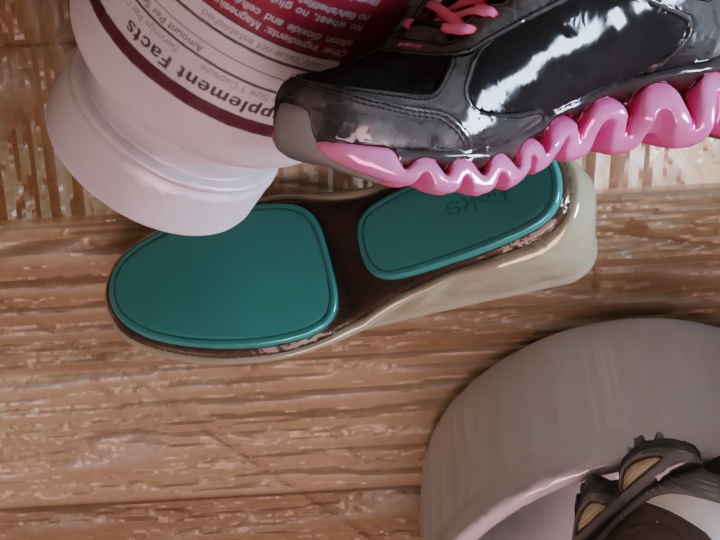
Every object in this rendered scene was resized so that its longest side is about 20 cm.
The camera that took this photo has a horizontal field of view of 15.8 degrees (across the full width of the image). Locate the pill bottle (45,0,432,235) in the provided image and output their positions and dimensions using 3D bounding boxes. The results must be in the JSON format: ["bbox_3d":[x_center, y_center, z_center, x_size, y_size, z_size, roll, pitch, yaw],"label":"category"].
[{"bbox_3d":[-0.029,-0.110,0.886,0.113,0.113,0.200,19,129,-21],"label":"pill bottle"}]

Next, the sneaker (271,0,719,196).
[{"bbox_3d":[0.053,-0.081,0.854,0.200,0.079,0.096,-14,113,-37],"label":"sneaker"}]

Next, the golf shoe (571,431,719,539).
[{"bbox_3d":[0.091,0.157,1.026,0.078,0.095,0.200,13,132,-17],"label":"golf shoe"}]

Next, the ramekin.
[{"bbox_3d":[0.118,0.113,1.117,0.200,0.098,0.201,-2,132,-3],"label":"ramekin"}]

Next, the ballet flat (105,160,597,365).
[{"bbox_3d":[0.000,0.000,1.024,0.199,0.070,0.070,-12,133,16],"label":"ballet flat"}]
